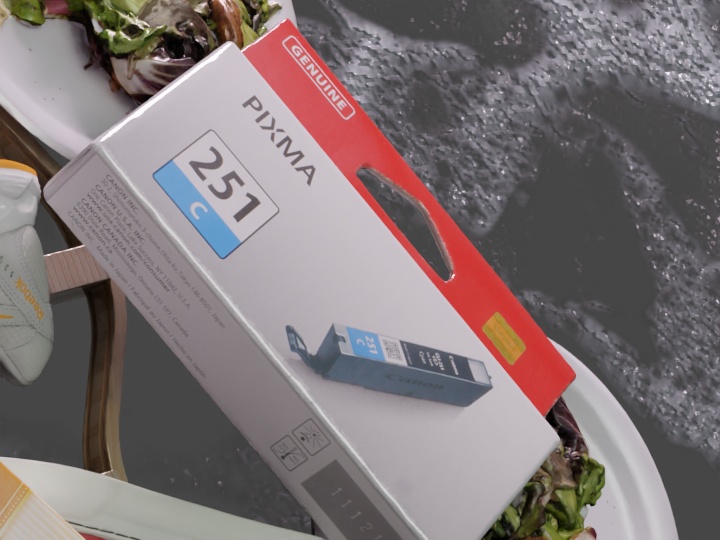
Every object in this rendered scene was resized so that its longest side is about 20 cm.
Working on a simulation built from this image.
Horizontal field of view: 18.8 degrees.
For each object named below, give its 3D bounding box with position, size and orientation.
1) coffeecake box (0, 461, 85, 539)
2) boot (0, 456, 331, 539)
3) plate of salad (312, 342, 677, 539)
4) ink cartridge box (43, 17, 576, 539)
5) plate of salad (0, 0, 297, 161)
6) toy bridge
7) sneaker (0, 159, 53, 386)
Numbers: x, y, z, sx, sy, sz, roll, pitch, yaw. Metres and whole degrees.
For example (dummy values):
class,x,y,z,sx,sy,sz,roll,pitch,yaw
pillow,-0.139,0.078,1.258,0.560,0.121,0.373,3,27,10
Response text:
class,x,y,z,sx,sy,sz,roll,pitch,yaw
coffeecake box,-0.195,0.081,0.615,0.200,0.073,0.154,45,53,-15
boot,-0.101,0.145,0.753,0.199,0.072,0.145,20,77,-32
plate of salad,0.067,0.110,0.913,0.199,0.048,0.202,15,62,-31
ink cartridge box,0.000,0.000,0.836,0.200,0.045,0.176,50,42,-3
plate of salad,-0.095,-0.127,0.891,0.199,0.048,0.201,25,50,-34
toy bridge,-0.125,0.006,0.834,0.067,0.027,0.201,-16,82,-41
sneaker,-0.191,0.025,0.739,0.199,0.076,0.093,-16,91,-28
